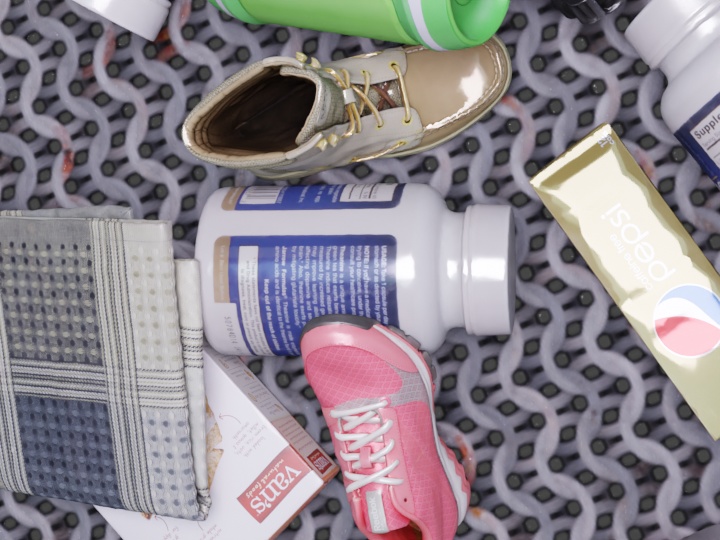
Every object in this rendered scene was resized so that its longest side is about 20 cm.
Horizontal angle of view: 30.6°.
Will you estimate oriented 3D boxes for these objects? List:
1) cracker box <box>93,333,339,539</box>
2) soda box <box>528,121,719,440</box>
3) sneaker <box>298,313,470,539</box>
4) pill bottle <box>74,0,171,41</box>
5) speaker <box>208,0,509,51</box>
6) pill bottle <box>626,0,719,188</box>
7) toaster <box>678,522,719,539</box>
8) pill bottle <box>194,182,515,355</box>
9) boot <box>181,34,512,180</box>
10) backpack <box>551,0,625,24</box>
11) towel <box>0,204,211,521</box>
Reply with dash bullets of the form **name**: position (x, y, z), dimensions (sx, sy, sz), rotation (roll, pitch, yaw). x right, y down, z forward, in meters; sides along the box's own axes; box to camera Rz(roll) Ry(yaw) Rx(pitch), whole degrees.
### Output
- **cracker box**: position (-0.130, 0.114, 0.908), dimensions (0.200, 0.058, 0.134), rotation (46, 99, 6)
- **soda box**: position (0.190, 0.005, 0.841), dimensions (0.064, 0.068, 0.201), rotation (-37, 84, 9)
- **sneaker**: position (0.018, 0.115, 0.819), dimensions (0.073, 0.087, 0.201), rotation (-12, 124, 23)
- **pill bottle**: position (-0.130, -0.262, 0.877), dimensions (0.111, 0.111, 0.202), rotation (28, 96, 9)
- **speaker**: position (-0.008, -0.186, 0.807), dimensions (0.198, 0.088, 0.090), rotation (16, 94, 36)
- **pill bottle**: position (0.255, -0.094, 0.799), dimensions (0.111, 0.111, 0.201), rotation (-39, 84, 8)
- **toaster**: position (0.221, 0.229, 0.807), dimensions (0.198, 0.129, 0.115), rotation (-25, 85, 10)
- **pill bottle**: position (0.000, 0.000, 0.855), dimensions (0.197, 0.111, 0.113), rotation (0, 91, 11)
- **boot**: position (-0.004, -0.107, 0.832), dimensions (0.197, 0.155, 0.073), rotation (-17, 88, 11)
- **backpack**: position (0.135, -0.287, 0.788), dimensions (0.200, 0.183, 0.147), rotation (-47, 47, 1)
- **towel**: position (-0.185, 0.056, 0.857), dimensions (0.190, 0.034, 0.203), rotation (3, 106, 26)
